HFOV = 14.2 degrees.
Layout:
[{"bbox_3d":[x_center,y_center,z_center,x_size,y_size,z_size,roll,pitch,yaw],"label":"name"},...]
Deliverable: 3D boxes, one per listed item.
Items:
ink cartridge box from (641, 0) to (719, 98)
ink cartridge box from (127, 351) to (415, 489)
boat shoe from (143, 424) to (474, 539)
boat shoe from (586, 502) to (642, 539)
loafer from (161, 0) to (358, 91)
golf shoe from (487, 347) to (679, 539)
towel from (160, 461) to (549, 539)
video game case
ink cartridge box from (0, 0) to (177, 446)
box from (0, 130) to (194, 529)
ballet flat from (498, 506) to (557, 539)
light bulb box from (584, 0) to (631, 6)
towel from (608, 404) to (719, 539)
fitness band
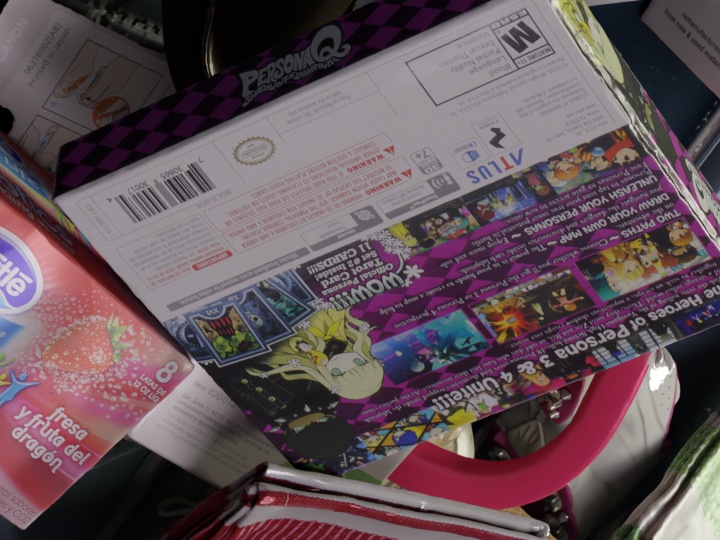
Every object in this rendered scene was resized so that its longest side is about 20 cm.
[{"bbox_3d":[0.240,-0.155,1.259,0.145,0.083,0.201,14,116,-40],"label":"ink cartridge box"},{"bbox_3d":[0.000,0.000,1.162,0.117,0.067,0.200,33,106,-34],"label":"ink cartridge box"},{"bbox_3d":[-0.034,0.107,1.309,0.199,0.073,0.063,-26,131,-29],"label":"boat shoe"},{"bbox_3d":[0.168,0.149,1.471,0.065,0.075,0.201,-24,166,38],"label":"boat shoe"},{"bbox_3d":[-0.018,-0.137,1.090,0.073,0.071,0.201,3,113,-34],"label":"loafer"},{"bbox_3d":[0.106,0.043,1.352,0.091,0.075,0.201,-31,145,-21],"label":"golf shoe"},{"bbox_3d":[-0.033,0.140,1.204,0.143,0.023,0.200,13,145,-30],"label":"towel"},{"bbox_3d":[0.020,-0.016,1.053,0.199,0.036,0.181,-23,130,21],"label":"video game case"},{"bbox_3d":[-0.102,-0.021,1.179,0.199,0.050,0.161,26,109,-30],"label":"ink cartridge box"},{"bbox_3d":[-0.167,-0.011,1.069,0.095,0.103,0.200,-43,125,6],"label":"box"},{"bbox_3d":[0.103,0.173,1.313,0.200,0.065,0.071,33,120,-14],"label":"ballet flat"},{"bbox_3d":[0.110,-0.206,0.990,0.124,0.199,0.199,19,76,-43],"label":"light bulb box"},{"bbox_3d":[0.194,0.128,1.422,0.200,0.031,0.150,-47,128,-36],"label":"towel"},{"bbox_3d":[0.061,0.008,1.250,0.143,0.037,0.201,23,112,3],"label":"fitness band"}]
